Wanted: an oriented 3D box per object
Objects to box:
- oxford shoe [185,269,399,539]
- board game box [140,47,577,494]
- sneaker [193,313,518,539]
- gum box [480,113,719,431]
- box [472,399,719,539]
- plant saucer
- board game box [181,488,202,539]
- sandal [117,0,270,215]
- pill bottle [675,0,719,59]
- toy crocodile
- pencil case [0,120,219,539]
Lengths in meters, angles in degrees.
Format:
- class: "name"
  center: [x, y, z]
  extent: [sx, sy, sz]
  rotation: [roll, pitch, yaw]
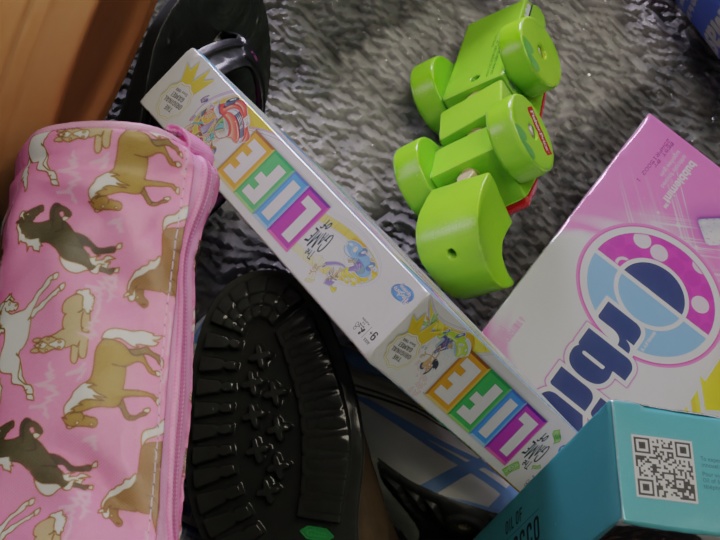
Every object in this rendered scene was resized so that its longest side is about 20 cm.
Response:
- class: "oxford shoe"
  center: [-0.021, 0.098, 0.816]
  extent: [0.072, 0.084, 0.201]
  rotation: [-10, 91, 13]
- class: "board game box"
  center: [0.000, 0.000, 0.838]
  extent: [0.034, 0.134, 0.200]
  rotation: [-45, 45, 2]
- class: "sneaker"
  center: [0.015, 0.072, 0.881]
  extent: [0.199, 0.072, 0.073]
  rotation: [28, 62, -6]
- class: "gum box"
  center: [0.127, 0.028, 0.954]
  extent: [0.113, 0.066, 0.200]
  rotation: [38, 55, 3]
- class: "box"
  center: [0.095, 0.120, 0.807]
  extent: [0.082, 0.200, 0.049]
  rotation: [9, 58, -16]
- class: "plant saucer"
  center: [-0.117, -0.107, 0.852]
  extent: [0.037, 0.200, 0.201]
  rotation: [22, 55, -1]
- class: "board game box"
  center: [-0.134, 0.113, 0.804]
  extent: [0.199, 0.062, 0.201]
  rotation: [23, 56, -8]
- class: "sandal"
  center: [-0.077, -0.052, 0.914]
  extent: [0.075, 0.048, 0.201]
  rotation: [50, 51, -39]
- class: "pill bottle"
  center: [0.244, -0.128, 1.065]
  extent: [0.112, 0.112, 0.200]
  rotation: [-25, 73, -31]
- class: "toy crocodile"
  center: [0.062, -0.065, 0.969]
  extent: [0.062, 0.067, 0.200]
  rotation: [54, 27, -25]
- class: "pencil case"
  center: [-0.098, 0.041, 0.759]
  extent: [0.086, 0.083, 0.201]
  rotation: [7, 66, -13]
